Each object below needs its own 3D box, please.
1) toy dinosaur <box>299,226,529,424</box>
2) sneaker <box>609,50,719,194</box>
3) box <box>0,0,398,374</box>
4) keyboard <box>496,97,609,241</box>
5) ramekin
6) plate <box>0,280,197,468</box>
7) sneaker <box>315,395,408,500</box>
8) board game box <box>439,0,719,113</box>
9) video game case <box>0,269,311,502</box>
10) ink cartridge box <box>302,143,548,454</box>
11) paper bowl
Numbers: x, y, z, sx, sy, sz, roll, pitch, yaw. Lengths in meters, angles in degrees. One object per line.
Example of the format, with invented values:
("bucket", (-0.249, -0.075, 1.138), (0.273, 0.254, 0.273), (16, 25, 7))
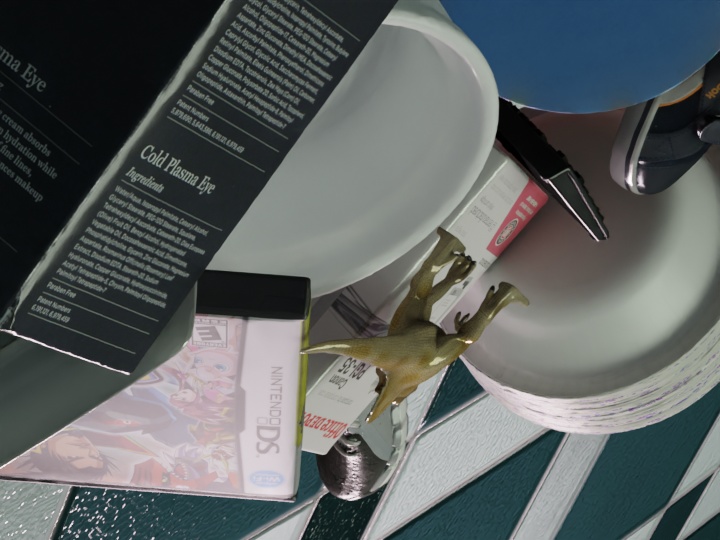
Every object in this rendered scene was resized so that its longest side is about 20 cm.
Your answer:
("toy dinosaur", (0.031, 0.036, 1.286), (0.101, 0.058, 0.200), (-52, 169, -1))
("sneaker", (0.200, -0.107, 1.331), (0.078, 0.079, 0.201), (-28, 150, -50))
("box", (-0.121, -0.096, 0.959), (0.183, 0.200, 0.104), (-54, 154, 5))
("keyboard", (0.060, -0.101, 1.381), (0.021, 0.200, 0.127), (-43, 138, 2))
("ramekin", (-0.043, -0.082, 1.221), (0.199, 0.098, 0.201), (-16, 144, -12))
("plate", (-0.148, 0.000, 1.075), (0.199, 0.200, 0.032), (-32, 127, 26))
("sneaker", (-0.024, 0.072, 1.577), (0.115, 0.075, 0.201), (-26, 138, -43))
("board game box", (0.103, -0.179, 1.274), (0.157, 0.201, 0.039), (-17, -172, -6))
("video game case", (-0.126, 0.055, 1.262), (0.181, 0.198, 0.026), (95, -1, -56))
("ink cartridge box", (0.000, 0.000, 1.401), (0.200, 0.083, 0.146), (-49, 166, 3))
("paper bowl", (0.134, -0.014, 1.499), (0.201, 0.200, 0.104), (-50, 148, -7))
